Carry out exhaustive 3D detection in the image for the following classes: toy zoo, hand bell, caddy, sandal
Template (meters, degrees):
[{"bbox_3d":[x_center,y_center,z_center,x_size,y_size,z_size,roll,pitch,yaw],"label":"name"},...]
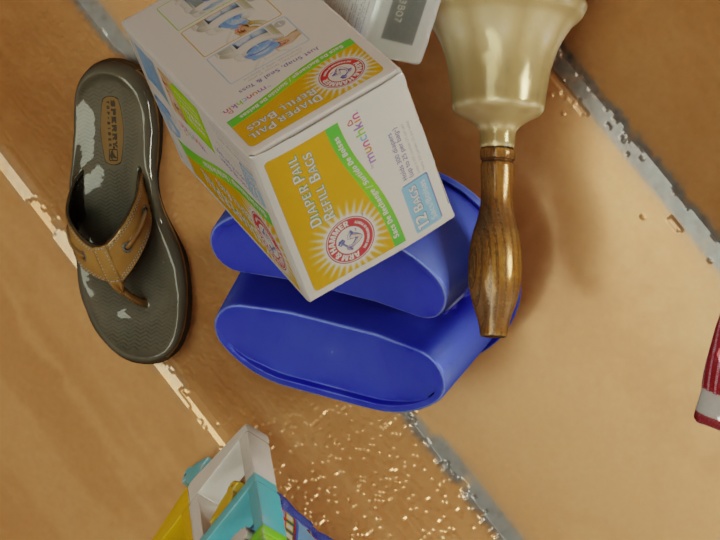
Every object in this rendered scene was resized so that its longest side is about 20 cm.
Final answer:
[{"bbox_3d":[-0.096,0.183,1.631,0.020,0.200,0.132,31,108,-21],"label":"toy zoo"},{"bbox_3d":[0.080,-0.061,1.527,0.103,0.104,0.202,0,82,22],"label":"hand bell"},{"bbox_3d":[0.000,0.000,1.601,0.199,0.105,0.142,14,128,20],"label":"caddy"},{"bbox_3d":[-0.159,-0.037,1.684,0.081,0.055,0.202,1,99,22],"label":"sandal"}]

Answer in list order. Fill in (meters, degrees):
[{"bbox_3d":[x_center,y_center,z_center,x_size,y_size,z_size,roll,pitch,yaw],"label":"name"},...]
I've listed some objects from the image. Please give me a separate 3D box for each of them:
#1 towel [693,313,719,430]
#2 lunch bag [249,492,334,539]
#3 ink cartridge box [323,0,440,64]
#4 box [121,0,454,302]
[{"bbox_3d":[0.288,0.020,1.527,0.143,0.023,0.202,20,106,19],"label":"towel"},{"bbox_3d":[-0.098,0.263,1.651,0.199,0.151,0.094,-33,125,27],"label":"lunch bag"},{"bbox_3d":[0.003,-0.231,1.556,0.057,0.200,0.164,10,106,-24],"label":"ink cartridge box"},{"bbox_3d":[-0.044,-0.089,1.504,0.101,0.200,0.113,-30,126,-11],"label":"box"}]
